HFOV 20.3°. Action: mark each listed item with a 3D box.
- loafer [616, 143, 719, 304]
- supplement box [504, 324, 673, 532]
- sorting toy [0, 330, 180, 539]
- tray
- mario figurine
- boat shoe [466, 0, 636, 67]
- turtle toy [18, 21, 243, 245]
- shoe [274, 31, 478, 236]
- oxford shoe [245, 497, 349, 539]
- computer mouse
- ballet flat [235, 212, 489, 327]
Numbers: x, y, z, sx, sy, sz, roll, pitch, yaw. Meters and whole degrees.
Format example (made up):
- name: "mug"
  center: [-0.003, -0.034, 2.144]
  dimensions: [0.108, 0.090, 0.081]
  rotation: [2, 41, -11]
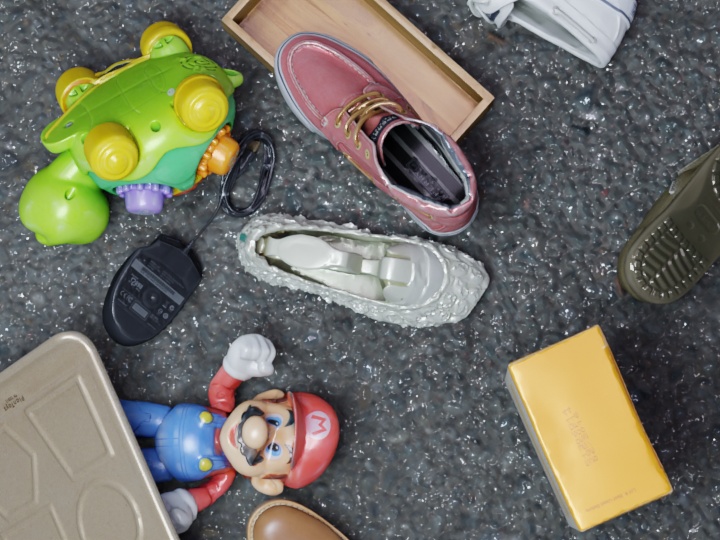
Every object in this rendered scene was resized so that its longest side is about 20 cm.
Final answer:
- name: "loafer"
  center: [0.263, -0.049, 1.530]
  dimensions: [0.199, 0.067, 0.076]
  rotation: [-37, 100, -21]
- name: "supplement box"
  center: [0.161, 0.115, 1.442]
  dimensions: [0.073, 0.200, 0.127]
  rotation: [-24, 84, 1]
- name: "sorting toy"
  center: [-0.217, 0.165, 1.481]
  dimensions: [0.185, 0.036, 0.201]
  rotation: [-32, 83, 36]
- name: "tray"
  center: [-0.002, -0.161, 1.564]
  dimensions: [0.200, 0.037, 0.099]
  rotation: [42, 85, 6]
- name: "mario figurine"
  center: [-0.114, 0.121, 1.488]
  dimensions: [0.198, 0.106, 0.125]
  rotation: [-4, 117, 8]
- name: "boat shoe"
  center: [0.114, -0.221, 1.552]
  dimensions: [0.198, 0.074, 0.066]
  rotation: [24, 79, 5]
- name: "turtle toy"
  center: [-0.173, -0.094, 1.515]
  dimensions: [0.199, 0.146, 0.102]
  rotation: [-29, 124, -3]
- name: "shoe"
  center: [0.013, -0.110, 1.493]
  dimensions: [0.071, 0.091, 0.200]
  rotation: [-44, 84, -5]
- name: "oxford shoe"
  center: [-0.012, 0.252, 1.473]
  dimensions: [0.071, 0.071, 0.201]
  rotation: [-38, 94, -4]
- name: "computer mouse"
  center: [-0.132, -0.026, 1.551]
  dimensions: [0.059, 0.034, 0.201]
  rotation: [42, 76, -18]
- name: "ballet flat"
  center: [0.000, 0.000, 1.527]
  dimensions: [0.198, 0.072, 0.073]
  rotation: [10, 82, 1]
